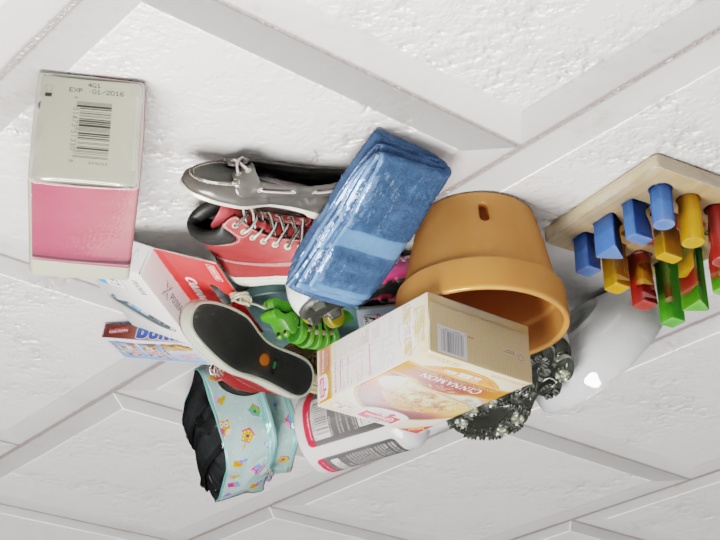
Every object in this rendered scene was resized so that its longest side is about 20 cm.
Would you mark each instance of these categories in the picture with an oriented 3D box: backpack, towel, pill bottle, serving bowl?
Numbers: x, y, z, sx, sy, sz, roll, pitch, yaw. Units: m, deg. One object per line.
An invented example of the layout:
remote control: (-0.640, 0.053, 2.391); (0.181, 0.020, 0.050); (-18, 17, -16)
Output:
backpack: (-0.169, 0.213, 2.009); (0.152, 0.177, 0.200); (-14, 155, -10)
towel: (0.009, -0.048, 1.550); (0.111, 0.049, 0.201); (17, 118, -32)
pill bottle: (0.023, 0.187, 1.859); (0.199, 0.111, 0.111); (-20, 147, 25)
serving bowl: (0.285, 0.088, 1.804); (0.066, 0.200, 0.200); (48, 137, -7)

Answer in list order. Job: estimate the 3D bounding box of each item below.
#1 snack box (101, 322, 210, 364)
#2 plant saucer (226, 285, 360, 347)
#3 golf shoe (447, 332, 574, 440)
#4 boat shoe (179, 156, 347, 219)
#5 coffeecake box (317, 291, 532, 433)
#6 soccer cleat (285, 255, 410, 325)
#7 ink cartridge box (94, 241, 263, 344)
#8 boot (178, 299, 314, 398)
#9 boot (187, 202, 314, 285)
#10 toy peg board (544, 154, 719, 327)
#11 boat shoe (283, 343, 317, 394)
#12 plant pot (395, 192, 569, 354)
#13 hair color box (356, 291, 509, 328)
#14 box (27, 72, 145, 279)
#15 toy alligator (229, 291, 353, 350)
snack box: (-0.240, 0.100, 1.903); (0.199, 0.024, 0.072); (3, 156, 21)
plant saucer: (-0.088, 0.057, 1.859); (0.199, 0.036, 0.200); (-1, 152, -1)
golf shoe: (0.188, 0.138, 1.765); (0.077, 0.088, 0.200); (36, 125, -20)
boat shoe: (-0.094, -0.099, 1.544); (0.199, 0.067, 0.057); (9, 122, -24)
coffeecake box: (0.069, 0.109, 1.620); (0.153, 0.074, 0.200); (19, 148, -34)
soccer cleat: (0.000, 0.000, 1.729); (0.199, 0.087, 0.070); (-14, 152, -27)
ink cartridge box: (-0.228, 0.030, 1.732); (0.175, 0.045, 0.200); (15, 158, 21)
boot: (-0.172, 0.102, 1.765); (0.144, 0.073, 0.200); (-5, 147, 48)
boot: (-0.088, -0.043, 1.619); (0.199, 0.073, 0.144); (-7, 150, 19)
toy peg board: (0.352, -0.022, 1.651); (0.198, 0.098, 0.200); (15, 148, -28)
boat shoe: (-0.036, 0.119, 1.823); (0.199, 0.072, 0.064); (8, 159, 40)
plant pot: (0.137, 0.004, 1.650); (0.199, 0.141, 0.200); (0, 152, 0)
hair color box: (0.104, 0.058, 1.794); (0.199, 0.061, 0.099); (-8, -176, 12)
box: (-0.282, -0.091, 1.471); (0.108, 0.129, 0.200); (4, 153, -10)
toy alligator: (-0.081, 0.065, 1.741); (0.059, 0.055, 0.199); (-19, 159, 40)
